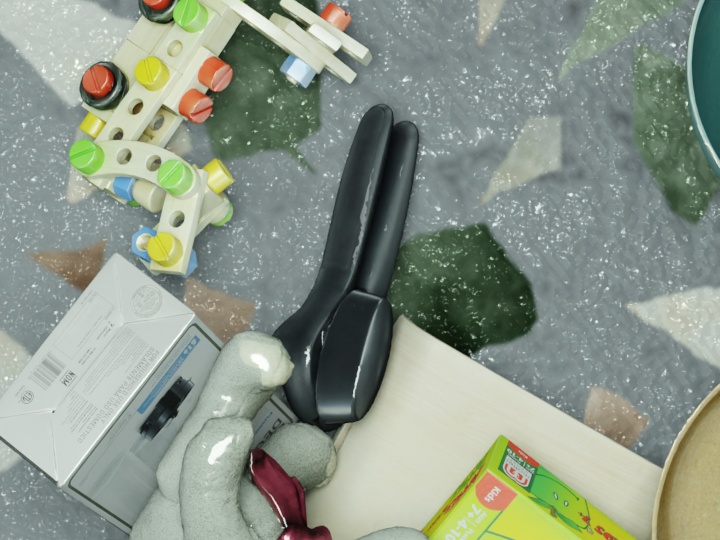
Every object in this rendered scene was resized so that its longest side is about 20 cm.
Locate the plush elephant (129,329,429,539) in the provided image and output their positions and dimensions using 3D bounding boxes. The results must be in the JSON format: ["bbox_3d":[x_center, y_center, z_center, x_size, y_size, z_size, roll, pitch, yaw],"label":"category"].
[{"bbox_3d":[-0.040,0.158,1.143,0.154,0.165,0.200,28,64,24],"label":"plush elephant"}]

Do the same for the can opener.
[{"bbox_3d":[0.000,0.000,1.285,0.078,0.063,0.201,3,66,28],"label":"can opener"}]

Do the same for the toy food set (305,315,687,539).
[{"bbox_3d":[0.075,0.137,1.272,0.199,0.060,0.144,29,94,5],"label":"toy food set"}]

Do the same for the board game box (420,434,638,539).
[{"bbox_3d":[0.123,0.194,1.200,0.200,0.048,0.102,37,113,-2],"label":"board game box"}]

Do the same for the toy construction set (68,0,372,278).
[{"bbox_3d":[-0.091,-0.098,1.281,0.131,0.092,0.200,33,73,29],"label":"toy construction set"}]

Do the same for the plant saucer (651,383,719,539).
[{"bbox_3d":[0.248,0.131,1.249,0.199,0.035,0.201,-5,104,-20],"label":"plant saucer"}]

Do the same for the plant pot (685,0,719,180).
[{"bbox_3d":[0.281,-0.101,1.263,0.199,0.135,0.201,0,81,2],"label":"plant pot"}]

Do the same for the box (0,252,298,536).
[{"bbox_3d":[-0.114,0.082,1.196,0.060,0.200,0.117,35,81,23],"label":"box"}]
